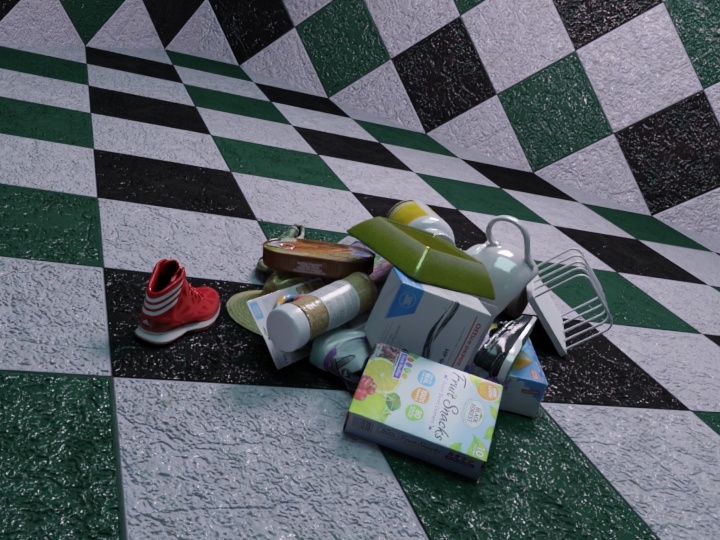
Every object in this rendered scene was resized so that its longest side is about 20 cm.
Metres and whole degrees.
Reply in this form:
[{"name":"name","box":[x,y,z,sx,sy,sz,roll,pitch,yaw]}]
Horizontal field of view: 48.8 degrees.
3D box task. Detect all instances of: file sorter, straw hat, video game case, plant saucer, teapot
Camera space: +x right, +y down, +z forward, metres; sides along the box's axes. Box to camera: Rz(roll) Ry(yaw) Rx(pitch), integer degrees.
[{"name":"file sorter","box":[0.426,0.054,1.621,0.139,0.124,0.200,58,18,-10]},{"name":"straw hat","box":[-0.128,0.040,1.378,0.199,0.086,0.201,15,21,-6]},{"name":"video game case","box":[0.000,0.000,1.415,0.199,0.018,0.143,20,44,41]},{"name":"plant saucer","box":[0.108,-0.029,1.310,0.199,0.048,0.200,14,16,-40]},{"name":"teapot","box":[0.239,0.011,1.538,0.146,0.200,0.198,45,-10,9]}]

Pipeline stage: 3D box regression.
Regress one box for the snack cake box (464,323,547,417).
[{"name":"snack cake box","box":[0.240,0.162,1.367,0.114,0.068,0.200,15,21,-5]}]

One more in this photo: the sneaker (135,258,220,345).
[{"name":"sneaker","box":[-0.270,0.034,1.243,0.078,0.116,0.200,19,21,10]}]

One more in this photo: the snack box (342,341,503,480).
[{"name":"snack box","box":[0.091,0.195,1.129,0.198,0.053,0.143,19,44,6]}]

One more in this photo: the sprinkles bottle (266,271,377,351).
[{"name":"sprinkles bottle","box":[-0.056,0.061,1.234,0.068,0.069,0.199,28,32,29]}]

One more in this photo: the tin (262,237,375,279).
[{"name":"tin","box":[-0.073,-0.021,1.371,0.198,0.042,0.112,8,12,11]}]

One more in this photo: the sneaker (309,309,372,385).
[{"name":"sneaker","box":[0.027,0.136,1.278,0.139,0.078,0.199,29,33,27]}]

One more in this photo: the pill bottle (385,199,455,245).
[{"name":"pill bottle","box":[0.121,-0.064,1.573,0.111,0.113,0.200,10,17,-16]}]

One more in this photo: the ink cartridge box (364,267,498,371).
[{"name":"ink cartridge box","box":[0.120,0.087,1.232,0.199,0.117,0.068,20,16,-18]}]

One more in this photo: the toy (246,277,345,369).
[{"name":"toy","box":[-0.086,0.074,1.288,0.200,0.047,0.116,-18,80,-58]}]

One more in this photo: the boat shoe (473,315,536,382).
[{"name":"boat shoe","box":[0.237,0.112,1.293,0.060,0.076,0.200,27,22,14]}]

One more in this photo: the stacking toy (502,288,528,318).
[{"name":"stacking toy","box":[0.264,0.029,1.719,0.199,0.086,0.085,23,21,30]}]

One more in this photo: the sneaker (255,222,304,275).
[{"name":"sneaker","box":[-0.153,-0.045,1.571,0.076,0.089,0.200,17,21,2]}]
